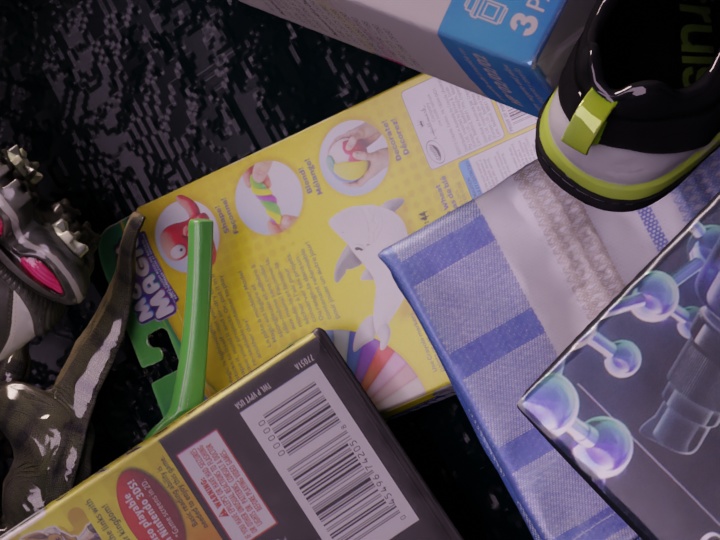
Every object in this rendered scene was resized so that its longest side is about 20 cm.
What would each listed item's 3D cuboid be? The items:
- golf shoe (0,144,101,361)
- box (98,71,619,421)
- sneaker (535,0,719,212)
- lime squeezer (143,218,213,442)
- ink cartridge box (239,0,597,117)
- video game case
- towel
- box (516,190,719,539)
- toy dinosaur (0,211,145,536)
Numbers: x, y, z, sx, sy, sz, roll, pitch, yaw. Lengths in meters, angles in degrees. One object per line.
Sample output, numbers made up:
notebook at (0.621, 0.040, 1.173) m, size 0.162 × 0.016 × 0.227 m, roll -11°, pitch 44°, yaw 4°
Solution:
golf shoe at (-0.187, -0.049, 0.920) m, size 0.088 × 0.077 × 0.200 m, roll -39°, pitch 92°, yaw 7°
box at (0.000, 0.000, 0.960) m, size 0.200 × 0.048 × 0.118 m, roll -23°, pitch 85°, yaw 19°
sneaker at (0.132, -0.102, 0.838) m, size 0.072 × 0.083 × 0.200 m, roll 31°, pitch 65°, yaw 13°
lime squeezer at (-0.080, 0.077, 0.969) m, size 0.071 × 0.038 × 0.200 m, roll -108°, pitch 36°, yaw -48°
ink cartridge box at (0.013, -0.144, 0.908) m, size 0.200 × 0.068 × 0.115 m, roll 23°, pitch 82°, yaw 27°
video game case at (-0.035, 0.153, 0.910) m, size 0.180 × 0.026 × 0.200 m, roll -33°, pitch 83°, yaw -6°
towel at (0.126, 0.007, 0.887) m, size 0.200 × 0.024 × 0.147 m, roll -28°, pitch 84°, yaw 2°
box at (0.171, 0.026, 0.817) m, size 0.148 × 0.107 × 0.200 m, roll 44°, pitch 91°, yaw 6°
toy dinosaur at (-0.133, 0.060, 0.996) m, size 0.088 × 0.047 × 0.201 m, roll 30°, pitch 105°, yaw 48°
